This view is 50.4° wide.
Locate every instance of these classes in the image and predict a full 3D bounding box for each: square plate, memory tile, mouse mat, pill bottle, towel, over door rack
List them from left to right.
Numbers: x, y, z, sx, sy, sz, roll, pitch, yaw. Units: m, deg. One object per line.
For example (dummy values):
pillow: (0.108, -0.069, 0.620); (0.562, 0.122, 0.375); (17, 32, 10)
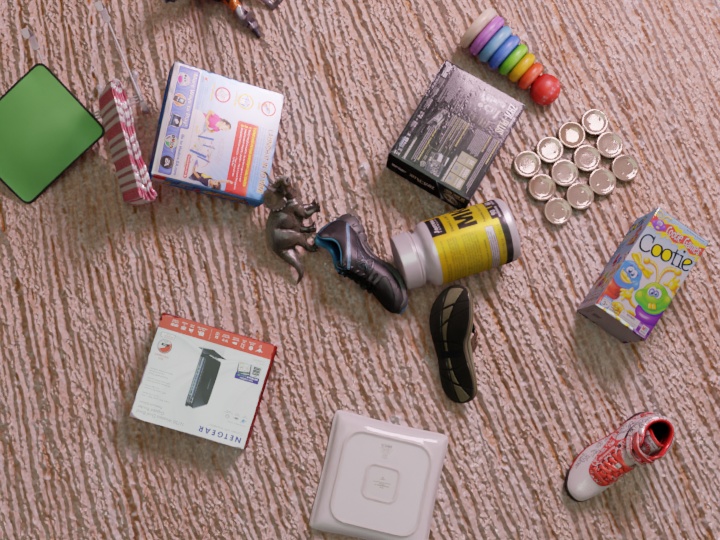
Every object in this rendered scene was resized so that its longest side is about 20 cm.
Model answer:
mouse mat: (-0.563, -0.234, 1.318); (0.200, 0.008, 0.161); (-41, 102, 5)
over door rack: (-0.474, -0.348, 1.341); (0.147, 0.067, 0.201); (-23, 103, -4)
towel: (-0.391, -0.208, 1.271); (0.030, 0.146, 0.201); (-17, 100, -27)
square plate: (0.032, 0.352, 1.273); (0.199, 0.028, 0.199); (13, 82, 0)
pill bottle: (0.158, -0.041, 1.294); (0.199, 0.114, 0.115); (-18, 82, -5)
memory tile: (0.385, -0.187, 1.372); (0.200, 0.017, 0.154); (-32, 83, -5)

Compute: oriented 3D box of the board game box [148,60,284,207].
board game box: (-0.245, -0.229, 1.307); (0.195, 0.056, 0.201); (13, 80, -22)

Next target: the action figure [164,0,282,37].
action figure: (-0.264, -0.491, 1.362); (0.193, 0.105, 0.200); (32, 57, 8)

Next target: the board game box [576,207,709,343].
board game box: (0.476, 0.011, 1.298); (0.103, 0.105, 0.200); (35, 83, 3)

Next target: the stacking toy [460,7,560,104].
stacking toy: (0.275, -0.372, 1.370); (0.200, 0.085, 0.085); (44, 83, 0)

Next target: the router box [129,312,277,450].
router box: (-0.259, 0.184, 1.280); (0.199, 0.049, 0.180); (15, 81, 1)

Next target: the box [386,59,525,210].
box: (0.164, -0.234, 1.338); (0.163, 0.086, 0.200); (30, 82, 3)

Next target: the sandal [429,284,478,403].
sandal: (0.165, 0.123, 1.299); (0.080, 0.057, 0.202); (1, 99, 35)

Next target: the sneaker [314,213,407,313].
sneaker: (0.000, 0.000, 1.295); (0.082, 0.073, 0.200); (-28, 72, -36)

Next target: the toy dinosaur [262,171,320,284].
toy dinosaur: (-0.123, -0.079, 1.313); (0.102, 0.077, 0.201); (-1, 115, -13)

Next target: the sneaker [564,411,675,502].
sneaker: (0.424, 0.304, 1.249); (0.201, 0.108, 0.067); (-38, 84, -6)
